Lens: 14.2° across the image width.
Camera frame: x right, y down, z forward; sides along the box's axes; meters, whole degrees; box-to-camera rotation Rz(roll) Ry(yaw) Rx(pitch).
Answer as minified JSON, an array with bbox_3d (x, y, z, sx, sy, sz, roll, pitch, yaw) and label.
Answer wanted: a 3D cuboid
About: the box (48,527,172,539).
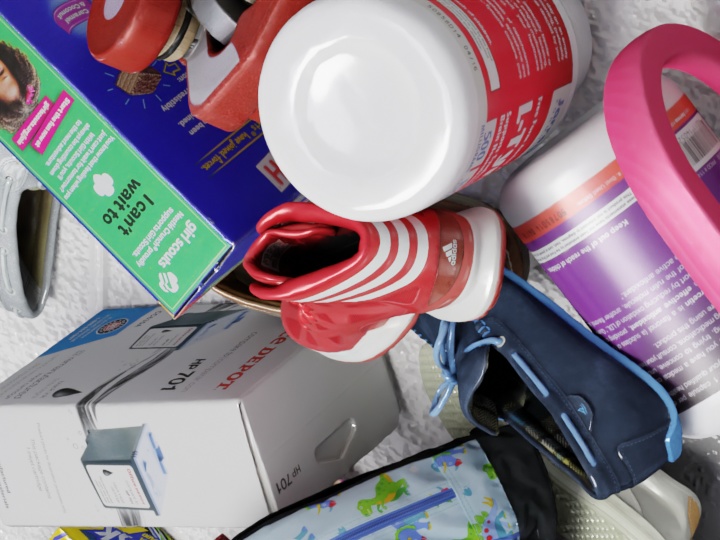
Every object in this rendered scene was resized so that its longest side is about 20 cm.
[{"bbox_3d":[-0.198,0.226,1.868,0.070,0.064,0.200,44,131,5],"label":"box"}]

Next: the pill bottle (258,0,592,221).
[{"bbox_3d":[0.041,-0.098,1.433,0.112,0.200,0.112,7,107,25],"label":"pill bottle"}]

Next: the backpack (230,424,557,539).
[{"bbox_3d":[0.000,0.179,1.559,0.163,0.200,0.154,113,147,-58],"label":"backpack"}]

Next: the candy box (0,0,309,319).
[{"bbox_3d":[-0.107,-0.100,1.557,0.200,0.169,0.077,44,134,4],"label":"candy box"}]

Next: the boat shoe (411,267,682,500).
[{"bbox_3d":[0.075,0.048,1.482,0.200,0.069,0.084,30,151,44],"label":"boat shoe"}]

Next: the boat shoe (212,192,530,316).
[{"bbox_3d":[0.000,0.000,1.607,0.200,0.072,0.076,-1,115,33],"label":"boat shoe"}]

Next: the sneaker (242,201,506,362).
[{"bbox_3d":[-0.020,-0.005,1.469,0.200,0.115,0.079,-26,58,58],"label":"sneaker"}]

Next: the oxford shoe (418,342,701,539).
[{"bbox_3d":[0.111,0.100,1.606,0.200,0.058,0.075,38,153,28],"label":"oxford shoe"}]

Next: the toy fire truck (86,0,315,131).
[{"bbox_3d":[-0.053,-0.179,1.470,0.112,0.200,0.168,20,132,-27],"label":"toy fire truck"}]

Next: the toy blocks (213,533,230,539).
[{"bbox_3d":[-0.045,0.231,1.713,0.200,0.100,0.137,36,154,30],"label":"toy blocks"}]

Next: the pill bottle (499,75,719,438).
[{"bbox_3d":[0.169,0.006,1.475,0.112,0.112,0.200,-35,94,40],"label":"pill bottle"}]

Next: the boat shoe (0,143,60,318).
[{"bbox_3d":[-0.197,-0.052,1.710,0.065,0.074,0.202,31,132,7],"label":"boat shoe"}]

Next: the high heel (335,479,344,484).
[{"bbox_3d":[0.035,0.183,1.693,0.200,0.067,0.096,30,140,32],"label":"high heel"}]

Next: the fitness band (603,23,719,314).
[{"bbox_3d":[0.197,-0.035,1.413,0.200,0.144,0.037,52,132,-2],"label":"fitness band"}]

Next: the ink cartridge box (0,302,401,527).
[{"bbox_3d":[-0.101,0.083,1.670,0.200,0.146,0.086,-5,111,34],"label":"ink cartridge box"}]
